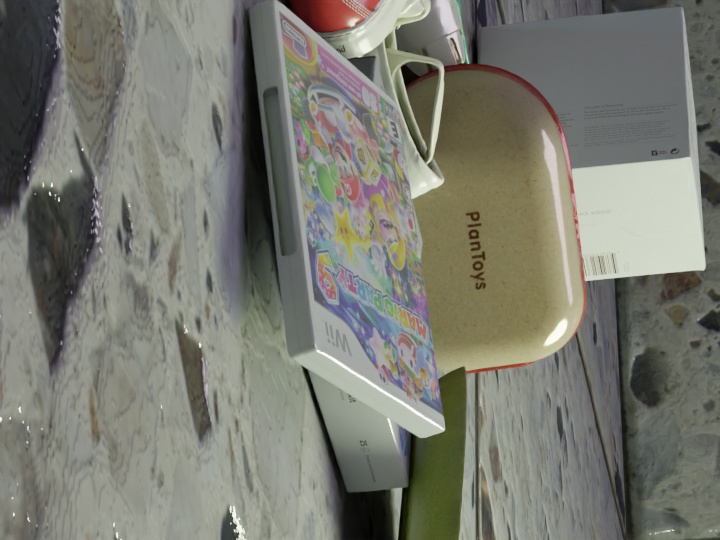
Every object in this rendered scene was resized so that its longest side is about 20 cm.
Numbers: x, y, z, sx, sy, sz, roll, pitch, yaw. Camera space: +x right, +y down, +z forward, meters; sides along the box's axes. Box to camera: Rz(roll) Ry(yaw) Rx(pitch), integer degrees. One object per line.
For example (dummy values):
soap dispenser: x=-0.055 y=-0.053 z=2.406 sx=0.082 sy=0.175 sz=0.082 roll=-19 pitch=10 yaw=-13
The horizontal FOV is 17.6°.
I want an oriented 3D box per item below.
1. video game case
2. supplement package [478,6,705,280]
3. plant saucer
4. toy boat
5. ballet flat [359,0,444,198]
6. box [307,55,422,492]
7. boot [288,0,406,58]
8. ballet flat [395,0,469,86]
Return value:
video game case: x=-0.006 y=-0.026 z=1.209 sx=0.143 sy=0.018 sz=0.200 roll=36 pitch=41 yaw=-55
supplement package: x=0.206 y=-0.110 z=2.091 sx=0.147 sy=0.191 sz=0.200 roll=75 pitch=15 yaw=-45
plant saucer: x=0.039 y=0.156 z=1.385 sx=0.200 sy=0.031 sz=0.200 roll=-176 pitch=-90 yaw=-89
toy boat: x=0.076 y=-0.039 z=1.538 sx=0.131 sy=0.130 sz=0.200 roll=-84 pitch=167 yaw=-75
ballet flat: x=0.017 y=-0.138 z=1.430 sx=0.069 sy=0.069 sz=0.200 roll=-56 pitch=139 yaw=-74
box: x=0.000 y=0.000 z=1.333 sx=0.200 sy=0.041 sz=0.156 roll=-83 pitch=164 yaw=-45
boot: x=0.002 y=-0.236 z=1.318 sx=0.200 sy=0.072 sz=0.144 roll=-64 pitch=148 yaw=-42
ballet flat: x=0.049 y=-0.141 z=1.563 sx=0.070 sy=0.067 sz=0.200 roll=55 pitch=-12 yaw=38
